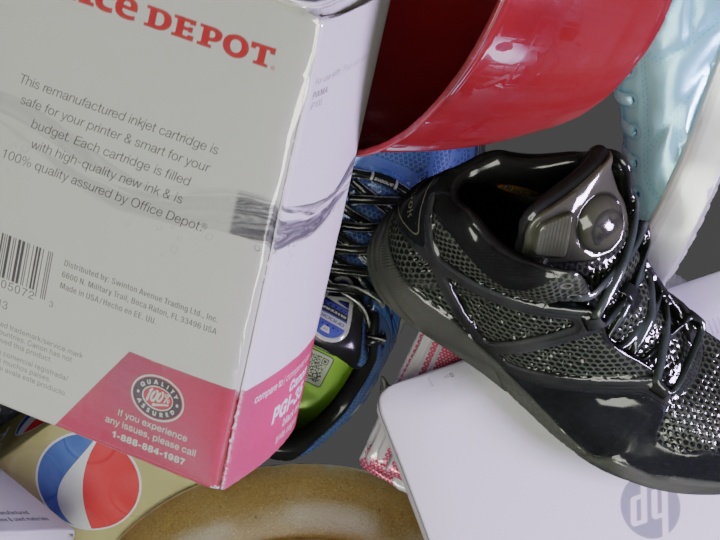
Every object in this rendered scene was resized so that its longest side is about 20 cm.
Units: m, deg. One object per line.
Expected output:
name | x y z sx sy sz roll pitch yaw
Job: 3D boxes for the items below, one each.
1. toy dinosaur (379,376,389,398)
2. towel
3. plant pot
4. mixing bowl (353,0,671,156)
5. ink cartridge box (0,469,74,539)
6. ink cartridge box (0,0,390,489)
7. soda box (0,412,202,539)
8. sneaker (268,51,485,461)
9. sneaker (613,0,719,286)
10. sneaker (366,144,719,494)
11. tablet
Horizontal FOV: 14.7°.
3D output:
toy dinosaur | 0.079 0.124 1.261 0.077 0.102 0.201 -24 113 16
towel | 0.113 0.068 1.232 0.199 0.030 0.147 28 71 -8
plant pot | -0.032 0.176 1.307 0.199 0.028 0.201 -4 125 -5
mixing bowl | 0.061 -0.132 1.135 0.108 0.200 0.201 14 116 -28
ink cartridge box | -0.251 0.120 1.261 0.200 0.084 0.146 35 101 23
ink cartridge box | -0.082 -0.037 1.094 0.146 0.083 0.201 21 113 17
soda box | -0.146 0.103 1.308 0.200 0.064 0.068 -35 104 18
sneaker | 0.000 0.000 1.233 0.078 0.089 0.201 20 111 -1
sneaker | 0.130 -0.087 1.196 0.082 0.074 0.201 21 104 7
sneaker | 0.105 0.019 1.152 0.199 0.076 0.114 36 151 -4
tablet | 0.115 0.083 1.207 0.199 0.014 0.131 -18 83 -20
